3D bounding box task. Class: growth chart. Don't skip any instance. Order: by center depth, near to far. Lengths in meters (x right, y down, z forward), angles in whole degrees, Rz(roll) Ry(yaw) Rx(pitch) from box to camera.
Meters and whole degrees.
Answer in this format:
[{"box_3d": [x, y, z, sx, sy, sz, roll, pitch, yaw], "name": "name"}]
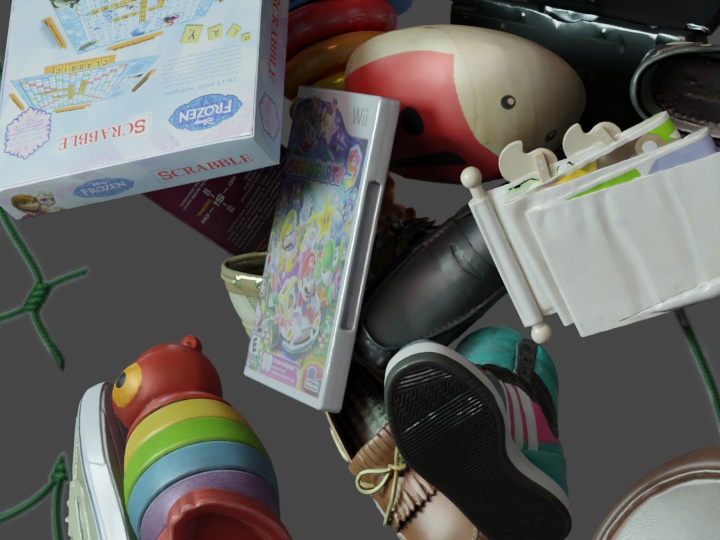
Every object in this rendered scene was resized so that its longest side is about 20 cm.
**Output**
[{"box_3d": [0.172, -0.029, 1.511, 0.199, 0.146, 0.018, -13, 18, 13], "name": "growth chart"}]

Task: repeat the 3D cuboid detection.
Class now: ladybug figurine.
[{"box_3d": [0.060, -0.103, 1.590, 0.199, 0.135, 0.072, -6, 58, 54], "name": "ladybug figurine"}]

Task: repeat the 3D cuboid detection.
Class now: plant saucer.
[{"box_3d": [0.212, 0.199, 1.468, 0.199, 0.034, 0.202, -13, 64, 29], "name": "plant saucer"}]

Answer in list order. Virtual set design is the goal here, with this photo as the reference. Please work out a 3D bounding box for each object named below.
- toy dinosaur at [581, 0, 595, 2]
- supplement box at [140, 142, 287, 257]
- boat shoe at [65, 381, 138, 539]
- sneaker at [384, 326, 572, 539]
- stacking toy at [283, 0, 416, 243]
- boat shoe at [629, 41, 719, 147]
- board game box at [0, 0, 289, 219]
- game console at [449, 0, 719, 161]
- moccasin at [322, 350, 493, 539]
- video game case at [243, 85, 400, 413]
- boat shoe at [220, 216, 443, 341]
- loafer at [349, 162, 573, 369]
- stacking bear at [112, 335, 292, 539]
[{"box_3d": [0.119, -0.229, 1.644, 0.087, 0.048, 0.201, 3, 36, -1], "name": "toy dinosaur"}, {"box_3d": [-0.119, -0.081, 1.702, 0.110, 0.200, 0.086, 34, 89, 38], "name": "supplement box"}, {"box_3d": [-0.182, 0.178, 1.720, 0.062, 0.072, 0.201, -23, 62, 22], "name": "boat shoe"}, {"box_3d": [0.073, 0.076, 1.521, 0.083, 0.200, 0.121, -21, 45, 17], "name": "sneaker"}, {"box_3d": [-0.005, -0.105, 1.714, 0.115, 0.110, 0.201, -22, 74, 22], "name": "stacking toy"}, {"box_3d": [0.267, -0.103, 1.505, 0.200, 0.063, 0.074, 8, 104, 15], "name": "boat shoe"}, {"box_3d": [-0.143, -0.145, 1.594, 0.199, 0.041, 0.201, -10, 59, 23], "name": "board game box"}, {"box_3d": [0.169, -0.152, 1.653, 0.199, 0.116, 0.177, 16, 110, 38], "name": "game console"}, {"box_3d": [0.024, 0.119, 1.599, 0.074, 0.078, 0.202, -38, 54, 15], "name": "moccasin"}, {"box_3d": [-0.027, -0.018, 1.583, 0.143, 0.018, 0.202, -163, 84, -66], "name": "video game case"}, {"box_3d": [0.000, -0.001, 1.658, 0.199, 0.063, 0.073, -13, 30, 27], "name": "boat shoe"}, {"box_3d": [0.072, -0.009, 1.569, 0.200, 0.070, 0.068, -37, 79, -25], "name": "loafer"}, {"box_3d": [-0.120, 0.133, 1.675, 0.122, 0.113, 0.201, -53, 38, 29], "name": "stacking bear"}]
